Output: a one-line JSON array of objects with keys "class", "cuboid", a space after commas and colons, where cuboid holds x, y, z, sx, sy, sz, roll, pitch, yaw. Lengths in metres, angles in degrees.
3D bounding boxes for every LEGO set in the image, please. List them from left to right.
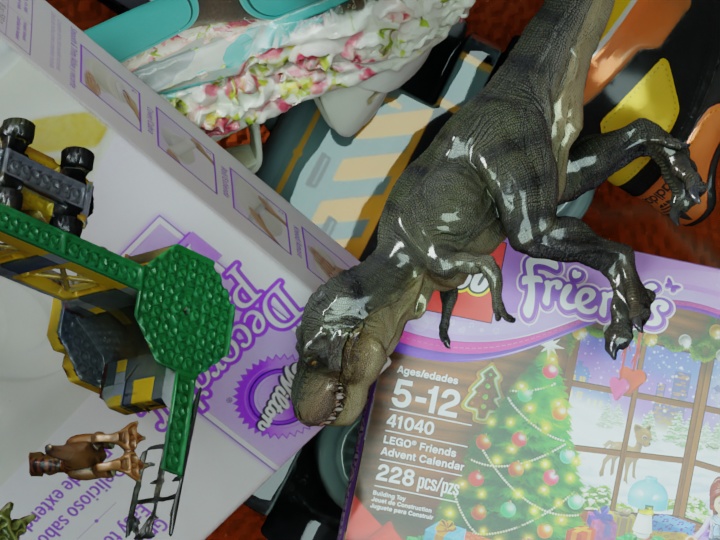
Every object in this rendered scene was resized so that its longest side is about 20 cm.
[{"class": "LEGO set", "cuboid": [-0.126, 0.066, 0.779, 0.154, 0.116, 0.200, 16, 70, -44]}]

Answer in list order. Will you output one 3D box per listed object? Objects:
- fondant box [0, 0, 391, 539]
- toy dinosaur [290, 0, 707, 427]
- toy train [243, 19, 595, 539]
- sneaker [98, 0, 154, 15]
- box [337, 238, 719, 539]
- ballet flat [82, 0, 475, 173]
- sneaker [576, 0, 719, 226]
[{"class": "fondant box", "cuboid": [-0.111, 0.004, 0.866, 0.200, 0.058, 0.144, 39, 107, -24]}, {"class": "toy dinosaur", "cuboid": [0.057, -0.027, 0.856, 0.088, 0.047, 0.200, 33, 73, -4]}, {"class": "toy train", "cuboid": [0.000, 0.000, 0.964, 0.114, 0.085, 0.200, 27, 90, -4]}, {"class": "sneaker", "cuboid": [-0.095, -0.149, 0.962, 0.200, 0.072, 0.083, 37, 89, -3]}, {"class": "box", "cuboid": [0.098, 0.067, 0.900, 0.200, 0.039, 0.137, 11, 85, 0]}, {"class": "ballet flat", "cuboid": [-0.034, -0.065, 0.912, 0.200, 0.076, 0.064, -22, 122, 8]}, {"class": "sneaker", "cuboid": [0.135, -0.097, 0.955, 0.090, 0.070, 0.200, 47, 63, -6]}]
